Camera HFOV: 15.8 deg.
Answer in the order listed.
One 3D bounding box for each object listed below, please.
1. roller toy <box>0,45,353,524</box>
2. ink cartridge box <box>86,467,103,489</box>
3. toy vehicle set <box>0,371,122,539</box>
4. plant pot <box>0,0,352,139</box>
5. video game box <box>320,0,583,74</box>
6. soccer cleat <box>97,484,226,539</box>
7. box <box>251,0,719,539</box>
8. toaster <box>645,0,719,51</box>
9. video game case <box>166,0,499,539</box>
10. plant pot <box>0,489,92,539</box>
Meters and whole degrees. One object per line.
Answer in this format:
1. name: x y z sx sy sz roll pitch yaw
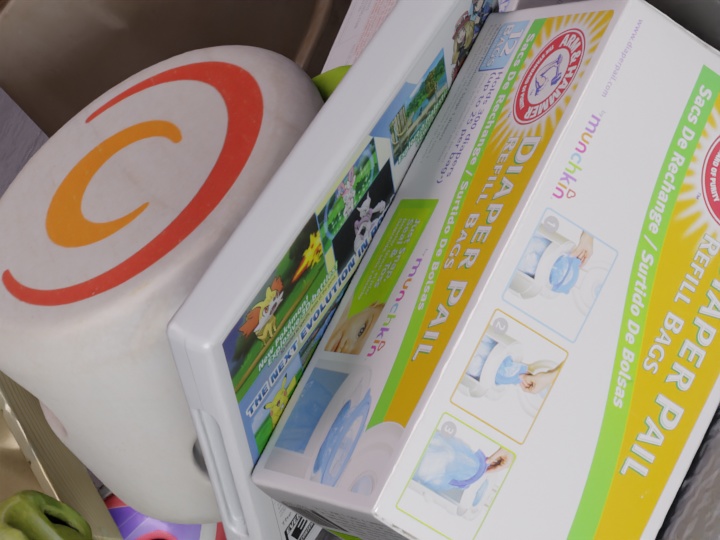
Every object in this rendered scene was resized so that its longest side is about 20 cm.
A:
1. roller toy: -0.065 0.010 1.119 0.199 0.140 0.183 -7 44 39
2. ink cartridge box: -0.203 0.087 1.327 0.200 0.146 0.083 -29 34 49
3. toy vehicle set: -0.194 0.149 1.186 0.200 0.026 0.124 -53 47 21
4. plant pot: -0.108 -0.125 1.368 0.200 0.173 0.200 -46 24 27
5. video game box: 0.052 -0.127 1.202 0.182 0.047 0.201 -21 42 59
6. soccer cleat: -0.131 0.165 1.184 0.200 0.068 0.073 -47 24 19
7. box: 0.065 0.014 0.916 0.201 0.101 0.112 -63 22 -11
8. toaster: 0.133 -0.184 0.925 0.200 0.180 0.119 -30 36 48
9. video game case: 0.000 0.000 0.979 0.200 0.022 0.183 -55 -24 -26
10. plant pot: -0.164 0.194 1.046 0.184 0.200 0.201 -39 25 7
